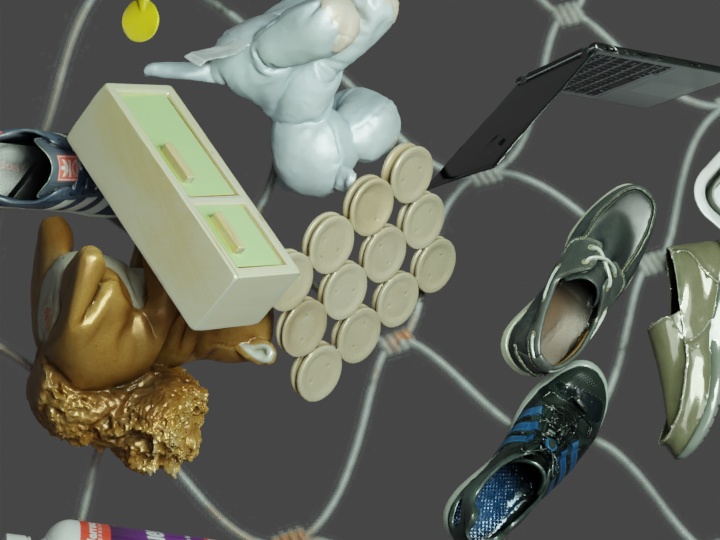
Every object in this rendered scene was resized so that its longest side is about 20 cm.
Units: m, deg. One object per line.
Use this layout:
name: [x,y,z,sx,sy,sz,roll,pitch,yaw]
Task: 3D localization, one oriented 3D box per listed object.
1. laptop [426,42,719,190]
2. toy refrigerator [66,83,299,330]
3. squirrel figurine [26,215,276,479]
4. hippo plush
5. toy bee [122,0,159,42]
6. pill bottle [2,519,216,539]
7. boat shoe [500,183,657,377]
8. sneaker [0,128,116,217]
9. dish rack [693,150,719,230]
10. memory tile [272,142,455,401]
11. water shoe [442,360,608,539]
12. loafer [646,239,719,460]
laptop: [0.181,-0.117,1.571,0.200,0.187,0.116,9,85,-14]
toy refrigerator: [-0.136,-0.053,1.441,0.076,0.070,0.200,-4,53,-51]
squirrel figurine: [-0.166,0.062,1.512,0.187,0.142,0.200,8,92,-25]
hippo plush: [-0.032,-0.142,1.530,0.200,0.159,0.161,-32,106,-32]
toy bee: [-0.191,-0.268,1.537,0.200,0.109,0.131,34,75,-38]
pill bottle: [-0.189,0.261,1.490,0.200,0.112,0.113,10,84,-14]
boat shoe: [0.202,0.008,1.632,0.072,0.068,0.200,38,77,-8]
sneaker: [-0.230,-0.080,1.513,0.200,0.085,0.075,-5,88,-15]
dish rack: [0.407,-0.076,1.663,0.172,0.044,0.200,42,76,7]
memory tile: [0.000,0.000,1.547,0.200,0.017,0.153,-41,135,-27]
water shoe: [0.154,0.162,1.603,0.071,0.079,0.200,41,78,-9]
loafer: [0.283,0.067,1.653,0.070,0.075,0.200,11,79,-2]
